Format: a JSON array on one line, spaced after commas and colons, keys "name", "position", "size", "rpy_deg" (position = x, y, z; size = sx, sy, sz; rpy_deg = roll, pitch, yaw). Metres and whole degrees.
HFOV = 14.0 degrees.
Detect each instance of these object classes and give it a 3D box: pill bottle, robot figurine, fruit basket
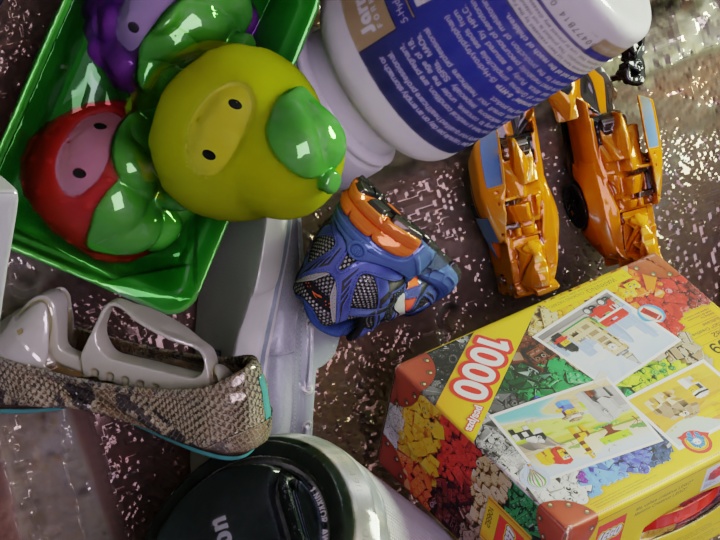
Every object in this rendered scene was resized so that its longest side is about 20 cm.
[{"name": "pill bottle", "position": [0.047, -0.130, 1.610], "size": [0.200, 0.120, 0.120], "rpy_deg": [-31, 109, 22]}, {"name": "robot figurine", "position": [0.114, -0.092, 1.709], "size": [0.145, 0.058, 0.201], "rpy_deg": [-15, 102, -20]}, {"name": "fruit basket", "position": [-0.100, -0.083, 1.556], "size": [0.155, 0.216, 0.216], "rpy_deg": [24, 88, -21]}]

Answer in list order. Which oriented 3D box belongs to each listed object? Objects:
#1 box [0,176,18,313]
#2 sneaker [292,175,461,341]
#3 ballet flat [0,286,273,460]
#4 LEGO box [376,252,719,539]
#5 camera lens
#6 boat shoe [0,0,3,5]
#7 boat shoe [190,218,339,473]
[{"name": "box", "position": [-0.296, -0.006, 1.423], "size": [0.199, 0.200, 0.131], "rpy_deg": [1, 106, -29]}, {"name": "sneaker", "position": [0.000, 0.000, 1.617], "size": [0.075, 0.200, 0.078], "rpy_deg": [44, 91, 12]}, {"name": "ballet flat", "position": [-0.140, 0.047, 1.580], "size": [0.200, 0.068, 0.075], "rpy_deg": [11, 120, 18]}, {"name": "LEGO box", "position": [0.133, 0.090, 1.634], "size": [0.200, 0.149, 0.077], "rpy_deg": [-23, 140, -33]}, {"name": "camera lens", "position": [-0.017, 0.193, 1.611], "size": [0.160, 0.160, 0.200], "rpy_deg": [-56, 135, -6]}, {"name": "boat shoe", "position": [-0.199, -0.190, 1.580], "size": [0.075, 0.062, 0.200], "rpy_deg": [37, 84, -22]}, {"name": "boat shoe", "position": [-0.050, 0.042, 1.664], "size": [0.071, 0.070, 0.201], "rpy_deg": [2, 100, -30]}]
